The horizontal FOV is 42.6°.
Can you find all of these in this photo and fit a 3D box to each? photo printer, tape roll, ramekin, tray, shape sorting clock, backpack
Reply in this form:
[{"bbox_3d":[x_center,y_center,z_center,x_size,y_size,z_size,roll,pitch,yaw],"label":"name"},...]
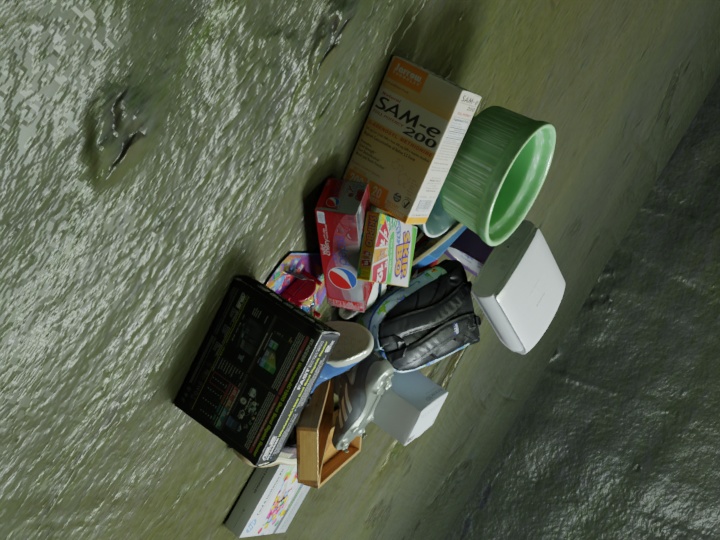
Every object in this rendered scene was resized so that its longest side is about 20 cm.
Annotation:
[{"bbox_3d":[0.283,0.038,1.615,0.167,0.069,0.201,-55,135,-20],"label":"photo printer"},{"bbox_3d":[0.232,-0.034,1.736,0.066,0.198,0.200,-57,157,-4],"label":"tape roll"},{"bbox_3d":[0.205,-0.149,1.405,0.200,0.097,0.202,-45,153,-31],"label":"ramekin"},{"bbox_3d":[-0.048,0.319,1.723,0.199,0.036,0.101,-22,119,-65],"label":"tray"},{"bbox_3d":[0.124,-0.054,1.596,0.199,0.039,0.200,-42,-173,6],"label":"shape sorting clock"},{"bbox_3d":[0.089,0.091,1.570,0.199,0.152,0.166,-35,117,-37],"label":"backpack"},{"bbox_3d":[-0.072,0.244,1.498,0.201,0.036,0.101,-78,169,-67],"label":"tray"}]

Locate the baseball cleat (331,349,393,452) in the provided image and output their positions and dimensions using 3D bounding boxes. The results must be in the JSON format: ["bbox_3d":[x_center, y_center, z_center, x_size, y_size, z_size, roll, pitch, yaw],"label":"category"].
[{"bbox_3d":[-0.013,0.205,1.544,0.069,0.106,0.202,-15,142,-53],"label":"baseball cleat"}]

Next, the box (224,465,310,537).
[{"bbox_3d":[-0.149,0.396,1.658,0.158,0.041,0.200,-60,157,-2],"label":"box"}]

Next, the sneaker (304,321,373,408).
[{"bbox_3d":[-0.074,0.150,1.407,0.197,0.077,0.112,-21,148,-12],"label":"sneaker"}]

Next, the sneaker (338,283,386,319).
[{"bbox_3d":[0.000,0.000,1.462,0.080,0.076,0.202,-37,148,-26],"label":"sneaker"}]

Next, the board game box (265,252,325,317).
[{"bbox_3d":[-0.088,0.054,1.374,0.199,0.039,0.160,-1,118,-64],"label":"board game box"}]

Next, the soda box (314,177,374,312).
[{"bbox_3d":[-0.020,-0.035,1.339,0.202,0.062,0.071,86,18,-46],"label":"soda box"}]

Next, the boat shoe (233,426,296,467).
[{"bbox_3d":[-0.130,0.275,1.516,0.065,0.072,0.199,-59,152,12],"label":"boat shoe"}]

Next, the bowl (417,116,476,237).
[{"bbox_3d":[0.115,-0.165,1.456,0.201,0.104,0.203,-46,153,-31],"label":"bowl"}]

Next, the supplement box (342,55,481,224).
[{"bbox_3d":[0.069,-0.183,1.313,0.073,0.125,0.203,-6,122,-60],"label":"supplement box"}]

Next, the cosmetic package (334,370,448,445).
[{"bbox_3d":[0.040,0.203,1.614,0.112,0.198,0.082,-24,141,-57],"label":"cosmetic package"}]

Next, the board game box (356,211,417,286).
[{"bbox_3d":[0.045,-0.028,1.378,0.200,0.029,0.098,10,89,-72],"label":"board game box"}]

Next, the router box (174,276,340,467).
[{"bbox_3d":[-0.137,0.131,1.222,0.202,0.149,0.062,-62,158,8],"label":"router box"}]

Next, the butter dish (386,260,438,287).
[{"bbox_3d":[0.118,0.099,1.725,0.199,0.146,0.203,-27,141,-54],"label":"butter dish"}]
